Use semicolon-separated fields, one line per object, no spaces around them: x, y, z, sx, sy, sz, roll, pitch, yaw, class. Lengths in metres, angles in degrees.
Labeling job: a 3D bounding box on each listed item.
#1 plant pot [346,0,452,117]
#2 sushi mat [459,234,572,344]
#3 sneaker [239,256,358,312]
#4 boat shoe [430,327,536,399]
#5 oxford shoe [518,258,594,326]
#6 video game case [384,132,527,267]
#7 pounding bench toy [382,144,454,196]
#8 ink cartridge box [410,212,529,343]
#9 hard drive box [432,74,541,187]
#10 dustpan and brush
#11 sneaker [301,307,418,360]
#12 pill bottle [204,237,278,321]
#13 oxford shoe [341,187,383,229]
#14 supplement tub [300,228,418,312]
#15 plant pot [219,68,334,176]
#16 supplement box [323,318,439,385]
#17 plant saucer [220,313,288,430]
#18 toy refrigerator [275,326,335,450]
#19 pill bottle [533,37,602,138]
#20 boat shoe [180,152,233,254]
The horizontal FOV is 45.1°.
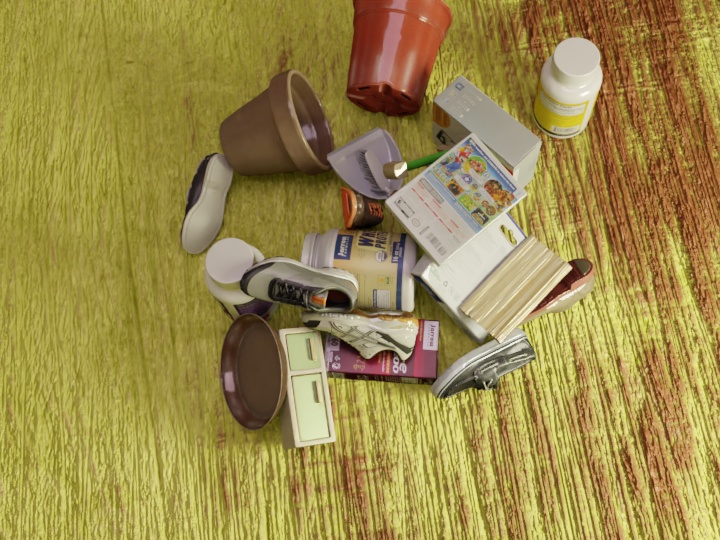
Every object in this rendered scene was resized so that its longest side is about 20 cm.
0.063;-0.415;1.676;0.200;0.201;0.196;10;79;8;plant pot
0.269;0.029;1.495;0.096;0.012;0.200;39;71;21;sushi mat
-0.097;0.029;1.421;0.200;0.074;0.079;6;27;-12;sneaker
0.217;0.173;1.498;0.200;0.072;0.071;-31;66;-9;boat shoe
0.330;0.059;1.529;0.200;0.075;0.070;-28;39;-2;oxford shoe
0.161;-0.120;1.457;0.200;0.018;0.143;-39;81;-11;video game case
0.149;-0.160;1.544;0.156;0.200;0.124;-46;32;-12;pounding bench toy
0.207;-0.009;1.518;0.200;0.200;0.041;-51;31;-13;ink cartridge box
0.230;-0.241;1.607;0.077;0.156;0.200;-44;72;-11;hard drive box
0.043;-0.162;1.639;0.139;0.057;0.200;-32;99;-23;dustpan and brush
-0.004;0.109;1.467;0.200;0.076;0.088;6;103;6;sneaker
-0.210;0.018;1.521;0.111;0.200;0.112;-1;70;4;pill bottle
0.004;-0.113;1.555;0.073;0.200;0.071;-6;88;0;oxford shoe
0.000;0.000;1.541;0.200;0.144;0.145;4;70;6;supplement tub
-0.165;-0.258;1.645;0.174;0.200;0.201;-18;68;18;plant pot
0.038;0.139;1.531;0.200;0.061;0.109;3;71;5;supplement box
-0.180;0.173;1.492;0.032;0.200;0.200;0;63;-40;plant saucer
-0.100;0.200;1.486;0.076;0.070;0.200;-3;77;-24;toy refrigerator
0.386;-0.339;1.607;0.111;0.200;0.111;-1;70;3;pill bottle
-0.302;-0.130;1.658;0.060;0.074;0.200;11;85;51;boat shoe
